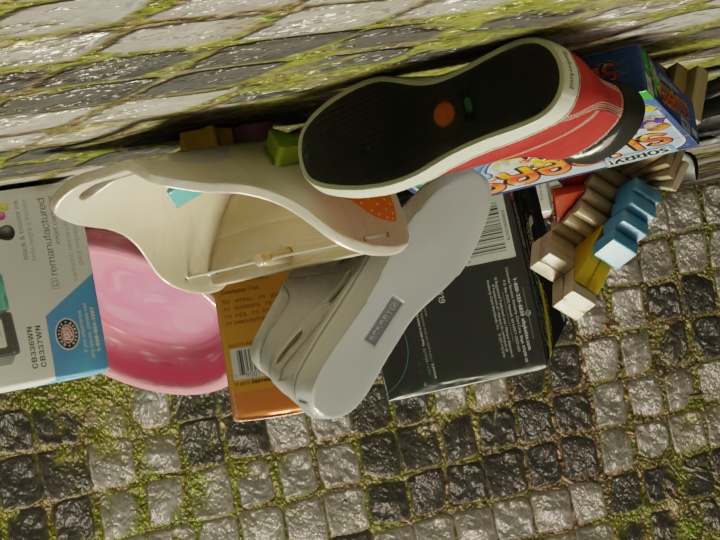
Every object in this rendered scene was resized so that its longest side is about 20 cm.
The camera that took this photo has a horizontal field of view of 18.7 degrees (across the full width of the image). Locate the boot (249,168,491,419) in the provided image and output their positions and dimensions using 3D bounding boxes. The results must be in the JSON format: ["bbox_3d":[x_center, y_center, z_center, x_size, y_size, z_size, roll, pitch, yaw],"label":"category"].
[{"bbox_3d":[0.000,0.000,1.495,0.095,0.201,0.074,33,174,45],"label":"boot"}]

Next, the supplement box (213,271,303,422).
[{"bbox_3d":[-0.075,0.007,1.608,0.068,0.202,0.067,-7,179,3],"label":"supplement box"}]

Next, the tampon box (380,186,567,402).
[{"bbox_3d":[0.080,-0.001,1.697,0.125,0.151,0.200,-12,-172,12],"label":"tampon box"}]

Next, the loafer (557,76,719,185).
[{"bbox_3d":[0.249,-0.103,1.744,0.199,0.071,0.068,-21,180,15],"label":"loafer"}]

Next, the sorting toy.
[{"bbox_3d":[-0.101,-0.050,1.437,0.179,0.108,0.199,1,172,-42],"label":"sorting toy"}]

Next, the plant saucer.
[{"bbox_3d":[-0.180,0.025,1.786,0.199,0.051,0.201,15,147,10],"label":"plant saucer"}]

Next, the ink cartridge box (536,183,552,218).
[{"bbox_3d":[0.067,-0.071,1.939,0.198,0.086,0.146,-9,179,4],"label":"ink cartridge box"}]

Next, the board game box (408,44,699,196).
[{"bbox_3d":[0.117,-0.095,1.485,0.198,0.035,0.135,-14,163,21],"label":"board game box"}]

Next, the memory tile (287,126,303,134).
[{"bbox_3d":[0.051,-0.093,1.556,0.198,0.017,0.153,-12,164,16],"label":"memory tile"}]

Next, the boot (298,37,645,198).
[{"bbox_3d":[0.072,-0.083,1.367,0.199,0.073,0.144,-14,166,29],"label":"boot"}]

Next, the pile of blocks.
[{"bbox_3d":[0.179,-0.067,1.552,0.062,0.201,0.082,29,171,-23],"label":"pile of blocks"}]

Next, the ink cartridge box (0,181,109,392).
[{"bbox_3d":[-0.315,0.026,1.627,0.199,0.148,0.146,-10,179,-28],"label":"ink cartridge box"}]
